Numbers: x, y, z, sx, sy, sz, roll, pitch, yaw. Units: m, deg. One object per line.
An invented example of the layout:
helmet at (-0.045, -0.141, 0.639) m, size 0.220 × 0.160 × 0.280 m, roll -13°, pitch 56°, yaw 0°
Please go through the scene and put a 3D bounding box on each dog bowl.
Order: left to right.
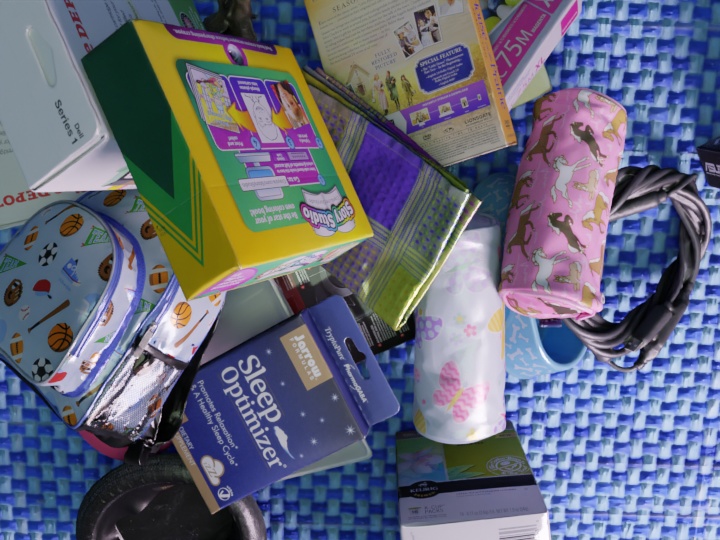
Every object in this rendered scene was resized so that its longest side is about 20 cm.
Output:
dog bowl at (0.165, 0.005, 0.779) m, size 0.110 × 0.049 × 0.204 m, roll -23°, pitch 103°, yaw -39°

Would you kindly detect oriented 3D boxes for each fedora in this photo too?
fedora at (-0.183, 0.253, 0.836) m, size 0.196 × 0.092 × 0.205 m, roll 2°, pitch 107°, yaw 7°

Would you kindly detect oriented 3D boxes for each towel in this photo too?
towel at (-0.009, -0.062, 0.695) m, size 0.199 × 0.023 × 0.145 m, roll 40°, pitch 116°, yaw 19°

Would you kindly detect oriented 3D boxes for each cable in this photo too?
cable at (0.257, -0.016, 0.783) m, size 0.163 × 0.051 × 0.201 m, roll 39°, pitch 81°, yaw -19°

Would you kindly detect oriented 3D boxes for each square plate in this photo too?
square plate at (-0.103, 0.112, 0.804) m, size 0.196 × 0.028 × 0.202 m, roll -23°, pitch 101°, yaw 37°

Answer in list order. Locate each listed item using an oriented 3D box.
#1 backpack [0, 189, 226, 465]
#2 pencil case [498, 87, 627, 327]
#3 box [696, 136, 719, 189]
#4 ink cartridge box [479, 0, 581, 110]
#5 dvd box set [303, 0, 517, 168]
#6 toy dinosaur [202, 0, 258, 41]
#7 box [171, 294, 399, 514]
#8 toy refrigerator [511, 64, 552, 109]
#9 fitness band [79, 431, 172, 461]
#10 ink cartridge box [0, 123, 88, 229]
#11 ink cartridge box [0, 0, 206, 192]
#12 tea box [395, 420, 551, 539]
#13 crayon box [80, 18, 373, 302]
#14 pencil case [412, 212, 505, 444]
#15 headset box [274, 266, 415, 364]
backpack at (-0.212, 0.022, 0.690) m, size 0.199 × 0.154 × 0.192 m, roll 32°, pitch 77°, yaw 27°
pencil case at (0.175, -0.057, 0.705) m, size 0.086 × 0.082 × 0.204 m, roll 29°, pitch 67°, yaw -42°
box at (0.427, -0.125, 0.731) m, size 0.197 × 0.160 × 0.045 m, roll -24°, pitch 103°, yaw 5°
ink cartridge box at (0.075, -0.232, 0.713) m, size 0.199 × 0.042 × 0.120 m, roll 35°, pitch 86°, yaw 20°
dvd box set at (0.034, -0.180, 0.678) m, size 0.144 × 0.029 × 0.204 m, roll -15°, pitch 94°, yaw 31°
toy dinosaur at (-0.139, -0.173, 0.769) m, size 0.102 × 0.077 × 0.200 m, roll 47°, pitch 112°, yaw 10°
box at (-0.077, 0.118, 0.727) m, size 0.198 × 0.032 × 0.123 m, roll -29°, pitch 92°, yaw 12°
toy refrigerator at (0.070, -0.152, 0.764) m, size 0.197 × 0.076 × 0.071 m, roll -24°, pitch 102°, yaw 4°
fitness band at (-0.243, 0.093, 0.814) m, size 0.141 × 0.037 × 0.203 m, roll -14°, pitch 101°, yaw 20°
ink cartridge box at (-0.290, -0.154, 0.754) m, size 0.143 × 0.084 × 0.204 m, roll -12°, pitch 103°, yaw 1°
ink cartridge box at (-0.187, -0.145, 0.641) m, size 0.083 × 0.199 × 0.147 m, roll -28°, pitch 85°, yaw 24°
tea box at (0.106, 0.280, 0.794) m, size 0.131 × 0.197 × 0.204 m, roll -6°, pitch 103°, yaw 1°
crayon box at (-0.085, -0.082, 0.606) m, size 0.058 × 0.199 × 0.175 m, roll -25°, pitch 86°, yaw 27°
pencil case at (0.082, 0.049, 0.727) m, size 0.089 × 0.083 × 0.204 m, roll -1°, pitch 103°, yaw 18°
headset box at (0.000, 0.000, 0.795) m, size 0.197 × 0.077 × 0.151 m, roll -24°, pitch 102°, yaw 5°
